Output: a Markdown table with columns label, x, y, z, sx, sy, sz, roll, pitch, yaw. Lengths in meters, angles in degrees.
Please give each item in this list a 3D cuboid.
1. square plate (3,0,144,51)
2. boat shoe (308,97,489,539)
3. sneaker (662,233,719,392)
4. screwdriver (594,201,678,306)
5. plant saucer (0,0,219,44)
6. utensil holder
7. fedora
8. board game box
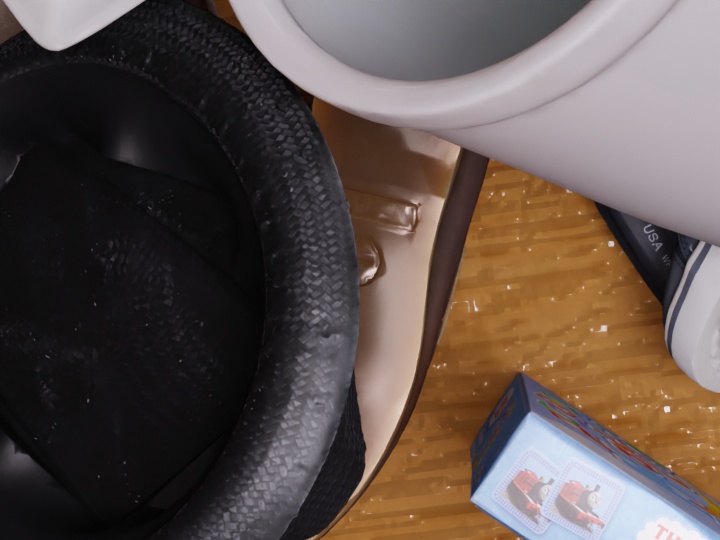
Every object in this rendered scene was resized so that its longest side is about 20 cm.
| label | x | y | z | sx | sy | sz | roll | pitch | yaw |
| --- | --- | --- | --- | --- | --- | --- | --- | --- | --- |
| square plate | -0.065 | -0.192 | 0.794 | 0.200 | 0.028 | 0.198 | -34 | 80 | -16 |
| boat shoe | 0.000 | 0.000 | 0.885 | 0.070 | 0.070 | 0.201 | 23 | 91 | 10 |
| sneaker | 0.146 | -0.060 | 0.873 | 0.079 | 0.078 | 0.201 | 41 | 103 | 41 |
| screwdriver | 0.060 | -0.067 | 0.878 | 0.200 | 0.029 | 0.028 | 55 | 49 | -15 |
| plant saucer | -0.142 | -0.066 | 0.859 | 0.199 | 0.032 | 0.201 | -5 | 137 | -5 |
| utensil holder | 0.085 | -0.098 | 0.750 | 0.169 | 0.200 | 0.171 | -14 | 68 | 37 |
| fedora | -0.059 | 0.020 | 0.812 | 0.200 | 0.091 | 0.202 | -12 | 69 | 34 |
| board game box | 0.124 | 0.104 | 0.844 | 0.199 | 0.151 | 0.037 | 33 | 93 | 0 |
